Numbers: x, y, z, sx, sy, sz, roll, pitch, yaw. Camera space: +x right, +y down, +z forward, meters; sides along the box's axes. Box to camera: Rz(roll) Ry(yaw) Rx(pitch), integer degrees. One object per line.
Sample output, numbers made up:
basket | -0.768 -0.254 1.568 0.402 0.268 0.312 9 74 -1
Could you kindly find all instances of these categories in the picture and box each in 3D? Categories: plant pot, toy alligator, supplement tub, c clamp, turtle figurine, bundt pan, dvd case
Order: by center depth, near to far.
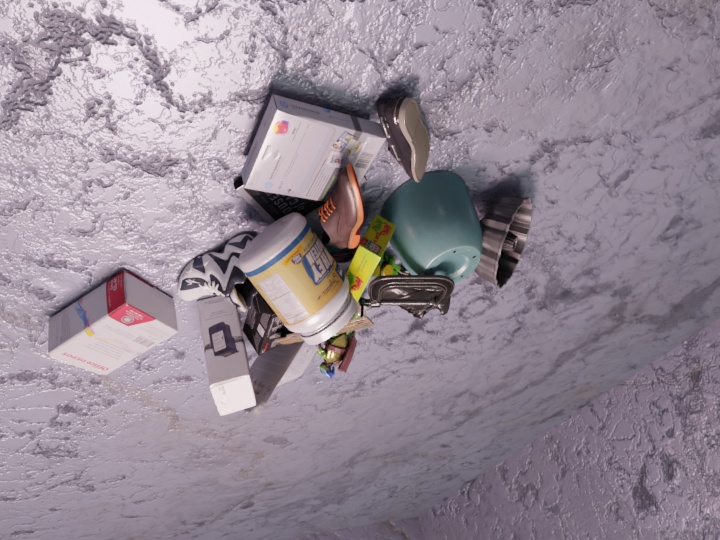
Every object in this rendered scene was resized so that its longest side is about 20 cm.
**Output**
dvd case | -0.103 -0.158 1.012 0.197 0.025 0.150 -30 144 10
supplement tub | -0.108 0.016 1.027 0.143 0.145 0.202 -31 110 15
c clamp | 0.089 0.050 1.145 0.194 0.028 0.172 -3 147 3
plant pot | 0.154 -0.067 1.151 0.195 0.164 0.203 -13 145 -10
bundt pan | 0.301 -0.069 1.239 0.201 0.074 0.206 -40 141 -43
toy alligator | 0.052 -0.015 1.269 0.196 0.059 0.056 3 97 -38
turtle figurine | -0.072 0.139 1.386 0.141 0.201 0.197 23 107 -11

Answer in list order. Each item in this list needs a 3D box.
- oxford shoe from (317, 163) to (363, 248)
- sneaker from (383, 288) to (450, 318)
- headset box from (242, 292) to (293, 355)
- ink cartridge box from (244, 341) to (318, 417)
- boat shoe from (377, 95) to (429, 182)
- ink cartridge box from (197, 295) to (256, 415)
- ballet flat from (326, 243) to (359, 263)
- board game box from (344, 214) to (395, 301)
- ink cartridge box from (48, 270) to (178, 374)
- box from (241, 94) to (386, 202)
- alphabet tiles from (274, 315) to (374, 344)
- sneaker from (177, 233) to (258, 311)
oxford shoe | -0.036 -0.099 0.975 0.070 0.073 0.202 -8 146 -9
sneaker | 0.116 0.065 1.330 0.194 0.094 0.076 -1 172 14
headset box | -0.141 0.078 1.223 0.197 0.075 0.150 -23 153 -37
ink cartridge box | -0.196 0.235 1.296 0.047 0.203 0.158 42 157 -29
boat shoe | 0.077 -0.230 1.002 0.061 0.074 0.201 17 160 22
ink cartridge box | -0.282 0.178 1.210 0.082 0.203 0.146 -12 146 -11
ballet flat | -0.094 -0.027 1.154 0.195 0.070 0.072 -7 137 -26
board game box | 0.000 0.000 1.121 0.047 0.103 0.202 27 134 0
ink cartridge box | -0.479 0.107 1.112 0.197 0.087 0.148 -28 146 12
box | -0.077 -0.187 0.931 0.196 0.042 0.157 4 138 -33
alphabet tiles | -0.072 0.126 1.182 0.194 0.008 0.167 -13 169 4
sneaker | -0.265 0.034 1.089 0.195 0.132 0.080 -27 145 9
